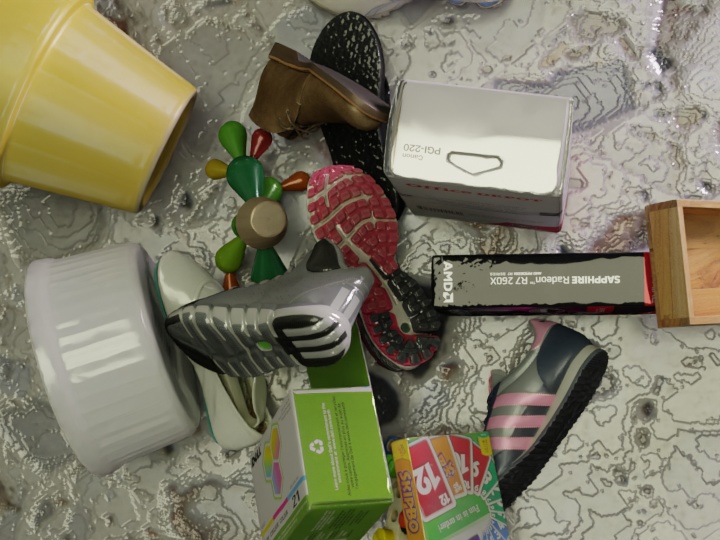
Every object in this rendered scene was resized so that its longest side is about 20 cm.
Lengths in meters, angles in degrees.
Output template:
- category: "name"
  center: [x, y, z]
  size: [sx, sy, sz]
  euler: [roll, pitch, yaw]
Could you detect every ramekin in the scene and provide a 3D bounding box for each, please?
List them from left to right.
- category: "ramekin"
  center: [-0.215, 0.072, 1.110]
  size: [0.097, 0.200, 0.202]
  euler: [-18, 83, -1]

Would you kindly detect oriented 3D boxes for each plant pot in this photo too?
- category: "plant pot"
  center: [-0.261, -0.150, 1.145]
  size: [0.188, 0.201, 0.202]
  euler: [26, 90, -6]

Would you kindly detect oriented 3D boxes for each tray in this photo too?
- category: "tray"
  center: [0.316, -0.005, 1.041]
  size: [0.037, 0.199, 0.099]
  euler: [-11, 82, 51]

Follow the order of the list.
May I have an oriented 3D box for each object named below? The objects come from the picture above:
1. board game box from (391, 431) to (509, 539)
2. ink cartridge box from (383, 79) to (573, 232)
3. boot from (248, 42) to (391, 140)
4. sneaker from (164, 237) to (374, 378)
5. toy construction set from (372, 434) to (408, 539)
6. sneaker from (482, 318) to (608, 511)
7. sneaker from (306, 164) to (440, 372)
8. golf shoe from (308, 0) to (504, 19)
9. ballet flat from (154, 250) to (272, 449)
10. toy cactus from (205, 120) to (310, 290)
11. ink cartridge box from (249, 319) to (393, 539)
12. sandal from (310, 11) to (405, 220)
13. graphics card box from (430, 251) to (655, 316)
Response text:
- category: "board game box"
  center: [0.084, 0.236, 1.030]
  size: [0.030, 0.095, 0.201]
  euler: [-23, 71, 49]
- category: "ink cartridge box"
  center: [0.106, -0.093, 1.066]
  size: [0.145, 0.200, 0.085]
  euler: [8, 86, 9]
- category: "boot"
  center: [-0.038, -0.138, 1.072]
  size: [0.073, 0.200, 0.076]
  euler: [29, 93, -31]
- category: "sneaker"
  center: [-0.067, 0.026, 1.047]
  size: [0.199, 0.075, 0.116]
  euler: [-2, 41, 39]
- category: "toy construction set"
  center: [0.027, 0.242, 1.094]
  size: [0.131, 0.092, 0.201]
  euler: [-4, 83, 54]
- category: "sneaker"
  center: [0.136, 0.135, 1.120]
  size: [0.082, 0.070, 0.200]
  euler: [37, 92, 31]
- category: "sneaker"
  center: [0.000, 0.000, 1.133]
  size: [0.080, 0.075, 0.201]
  euler: [-19, 81, -21]
- category: "golf shoe"
  center: [0.039, -0.281, 1.146]
  size: [0.199, 0.097, 0.079]
  euler: [-4, 86, 10]
- category: "ballet flat"
  center: [-0.123, 0.071, 1.128]
  size: [0.069, 0.069, 0.201]
  euler: [-14, 109, 8]
- category: "toy cactus"
  center: [-0.084, -0.038, 1.119]
  size: [0.102, 0.165, 0.201]
  euler: [-2, 90, -11]
- category: "ink cartridge box"
  center: [-0.045, 0.131, 1.066]
  size: [0.075, 0.148, 0.201]
  euler: [-1, 60, -20]
- category: "sandal"
  center: [-0.001, -0.139, 1.167]
  size: [0.075, 0.048, 0.202]
  euler: [-5, 99, 23]
- category: "graphics card box"
  center: [0.165, 0.013, 1.086]
  size: [0.199, 0.125, 0.051]
  euler: [0, 86, 8]
